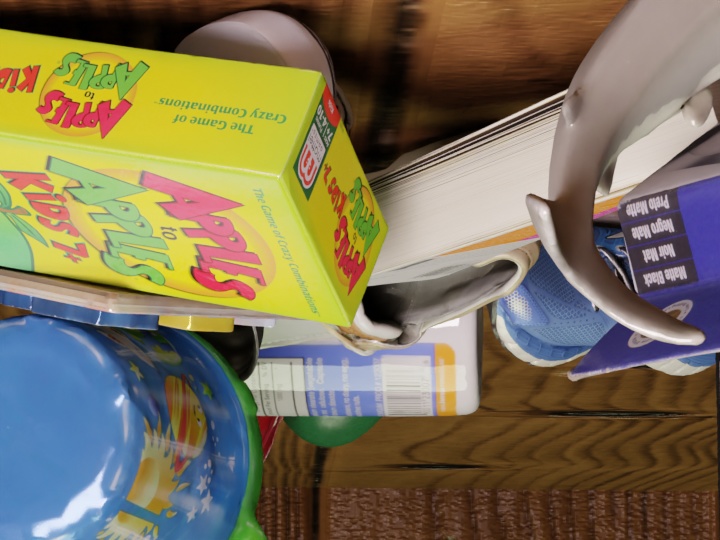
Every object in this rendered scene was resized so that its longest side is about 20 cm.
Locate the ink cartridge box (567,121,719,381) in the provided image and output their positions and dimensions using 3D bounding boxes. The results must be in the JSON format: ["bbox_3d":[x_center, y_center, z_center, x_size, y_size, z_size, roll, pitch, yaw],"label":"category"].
[{"bbox_3d":[0.175,-0.045,0.890,0.200,0.041,0.199,-39,-169,-29],"label":"ink cartridge box"}]

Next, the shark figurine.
[{"bbox_3d":[0.100,-0.080,0.802,0.128,0.214,0.090,30,150,43],"label":"shark figurine"}]

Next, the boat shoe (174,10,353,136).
[{"bbox_3d":[-0.036,-0.057,1.087,0.068,0.072,0.200,-32,168,-23],"label":"boat shoe"}]

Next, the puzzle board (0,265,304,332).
[{"bbox_3d":[-0.129,0.005,1.140,0.199,0.018,0.150,11,-177,36],"label":"puzzle board"}]

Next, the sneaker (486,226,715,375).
[{"bbox_3d":[0.138,0.002,1.337,0.199,0.079,0.089,5,156,-42],"label":"sneaker"}]

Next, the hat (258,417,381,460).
[{"bbox_3d":[-0.018,0.101,1.680,0.165,0.177,0.200,4,170,-21],"label":"hat"}]

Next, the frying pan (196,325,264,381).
[{"bbox_3d":[-0.092,0.023,1.290,0.031,0.115,0.190,-41,164,-29],"label":"frying pan"}]

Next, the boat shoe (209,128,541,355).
[{"bbox_3d":[0.000,0.000,1.257,0.199,0.069,0.075,-26,133,34],"label":"boat shoe"}]

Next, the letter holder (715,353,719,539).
[{"bbox_3d":[0.233,0.029,1.167,0.141,0.201,0.101,1,171,-7],"label":"letter holder"}]

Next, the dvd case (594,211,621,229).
[{"bbox_3d":[0.172,-0.033,1.356,0.142,0.018,0.200,-5,170,26],"label":"dvd case"}]

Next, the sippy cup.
[{"bbox_3d":[-0.120,0.075,1.119,0.177,0.141,0.130,-1,171,13],"label":"sippy cup"}]

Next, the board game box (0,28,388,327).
[{"bbox_3d":[-0.099,-0.039,1.010,0.199,0.048,0.102,10,150,22],"label":"board game box"}]

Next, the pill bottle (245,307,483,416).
[{"bbox_3d":[-0.037,0.019,1.390,0.199,0.113,0.112,0,171,4],"label":"pill bottle"}]

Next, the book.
[{"bbox_3d":[0.082,-0.036,1.093,0.199,0.048,0.133,-22,172,30],"label":"book"}]
